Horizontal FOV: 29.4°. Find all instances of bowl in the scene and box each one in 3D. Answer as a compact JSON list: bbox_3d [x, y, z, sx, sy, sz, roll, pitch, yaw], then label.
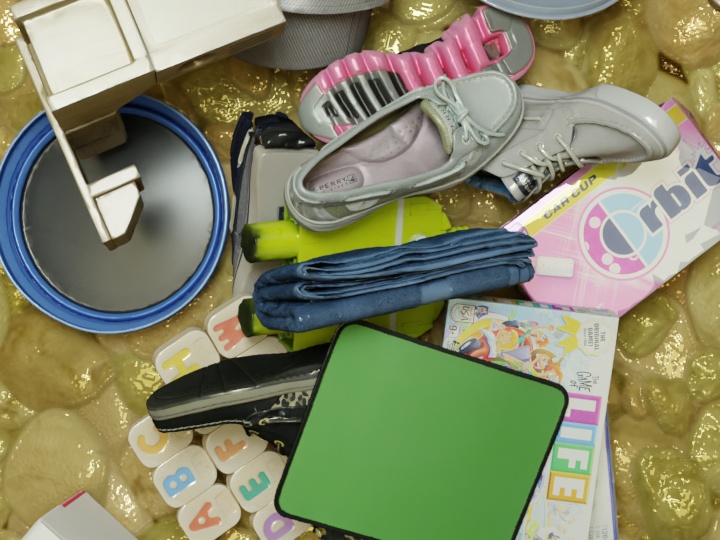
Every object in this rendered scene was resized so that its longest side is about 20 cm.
[{"bbox_3d":[-0.206,-0.048,1.146,0.199,0.039,0.202,0,89,2],"label":"bowl"}]

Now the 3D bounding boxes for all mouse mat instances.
[{"bbox_3d":[0.048,0.136,1.037,0.199,0.008,0.162,19,98,-16],"label":"mouse mat"}]

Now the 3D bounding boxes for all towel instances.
[{"bbox_3d":[0.023,0.003,1.022,0.199,0.112,0.049,-12,93,-23],"label":"towel"}]

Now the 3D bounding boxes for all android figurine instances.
[{"bbox_3d":[0.000,0.000,1.095,0.199,0.041,0.183,-4,109,-26],"label":"android figurine"}]

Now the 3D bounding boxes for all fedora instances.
[{"bbox_3d":[-0.065,-0.221,1.102,0.199,0.177,0.091,25,127,24],"label":"fedora"}]

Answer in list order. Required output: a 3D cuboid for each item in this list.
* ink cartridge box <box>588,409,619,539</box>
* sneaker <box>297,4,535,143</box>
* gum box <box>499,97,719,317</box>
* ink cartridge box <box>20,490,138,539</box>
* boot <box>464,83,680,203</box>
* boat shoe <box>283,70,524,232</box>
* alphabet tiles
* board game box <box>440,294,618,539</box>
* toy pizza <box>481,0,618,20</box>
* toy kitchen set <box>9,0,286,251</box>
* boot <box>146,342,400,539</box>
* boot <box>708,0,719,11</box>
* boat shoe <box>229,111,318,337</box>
[{"bbox_3d":[0.107,0.178,1.128,0.198,0.047,0.199,-5,93,-1],"label":"ink cartridge box"},{"bbox_3d":[0.041,-0.148,1.106,0.199,0.095,0.080,-20,94,-12],"label":"sneaker"},{"bbox_3d":[0.212,-0.039,1.116,0.200,0.066,0.114,-37,90,1],"label":"gum box"},{"bbox_3d":[-0.273,0.287,1.095,0.084,0.145,0.200,41,91,2],"label":"ink cartridge box"},{"bbox_3d":[0.153,-0.088,1.057,0.074,0.200,0.096,46,76,-25],"label":"boot"},{"bbox_3d":[0.037,-0.093,1.017,0.201,0.065,0.075,-25,83,-12],"label":"boat shoe"},{"bbox_3d":[-0.081,0.124,1.112,0.195,0.015,0.201,-33,108,-14],"label":"alphabet tiles"},{"bbox_3d":[0.122,0.124,1.079,0.133,0.034,0.202,6,98,1],"label":"board game box"},{"bbox_3d":[0.139,-0.284,1.113,0.198,0.032,0.202,4,66,-8],"label":"toy pizza"},{"bbox_3d":[-0.143,-0.127,1.032,0.179,0.200,0.164,-23,88,-8],"label":"toy kitchen set"},{"bbox_3d":[-0.053,0.142,1.055,0.202,0.074,0.155,-11,106,-7],"label":"boot"},{"bbox_3d":[0.303,-0.315,1.096,0.074,0.107,0.202,-11,88,4],"label":"boot"},{"bbox_3d":[-0.075,-0.036,1.132,0.074,0.093,0.201,1,118,-20],"label":"boat shoe"}]
